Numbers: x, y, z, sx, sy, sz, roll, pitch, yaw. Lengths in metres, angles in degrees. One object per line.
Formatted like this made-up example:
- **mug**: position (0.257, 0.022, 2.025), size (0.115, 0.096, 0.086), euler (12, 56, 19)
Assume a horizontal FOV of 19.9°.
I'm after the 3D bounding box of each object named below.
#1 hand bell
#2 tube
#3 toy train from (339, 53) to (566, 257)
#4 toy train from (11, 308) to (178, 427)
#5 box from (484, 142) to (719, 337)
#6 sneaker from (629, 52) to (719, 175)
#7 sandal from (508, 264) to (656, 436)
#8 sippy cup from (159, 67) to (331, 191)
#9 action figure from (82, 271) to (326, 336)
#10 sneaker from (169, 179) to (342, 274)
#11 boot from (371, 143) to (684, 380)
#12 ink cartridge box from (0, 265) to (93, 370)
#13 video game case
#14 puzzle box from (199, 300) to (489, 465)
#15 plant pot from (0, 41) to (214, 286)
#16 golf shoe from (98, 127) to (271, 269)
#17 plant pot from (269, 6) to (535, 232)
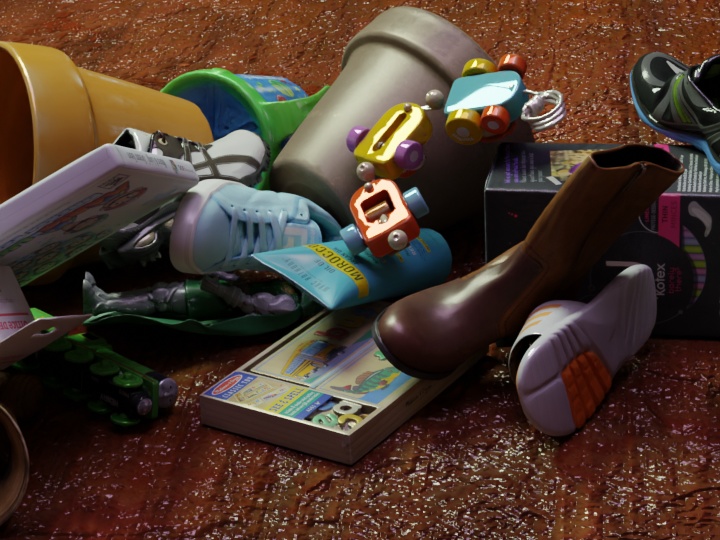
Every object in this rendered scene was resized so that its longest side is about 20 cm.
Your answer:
- **hand bell**: position (-0.254, 0.106, 1.439), size (0.103, 0.105, 0.200), euler (0, 12, 8)
- **tube**: position (0.000, 0.000, 1.594), size (0.077, 0.051, 0.200), euler (28, 20, 27)
- **toy train**: position (0.067, -0.082, 1.597), size (0.199, 0.056, 0.150), euler (-32, 40, 0)
- **toy train**: position (-0.210, 0.070, 1.545), size (0.056, 0.042, 0.199), euler (-10, 23, -42)
- **box**: position (0.200, -0.026, 1.604), size (0.199, 0.123, 0.106), euler (1, 25, 11)
- **sneaker**: position (0.272, -0.133, 1.584), size (0.070, 0.083, 0.200), euler (-9, 25, -17)
- **sandal**: position (0.152, 0.056, 1.490), size (0.059, 0.080, 0.206), euler (3, 23, 33)
- **sippy cup**: position (-0.105, -0.120, 1.860), size (0.177, 0.140, 0.130), euler (21, 22, 25)
- **action figure**: position (-0.118, 0.023, 1.617), size (0.199, 0.055, 0.118), euler (0, 10, -6)
- **sneaker**: position (-0.074, -0.032, 1.596), size (0.081, 0.074, 0.200), euler (8, 10, 24)
- **boot**: position (0.119, -0.007, 1.461), size (0.188, 0.200, 0.069), euler (-4, 56, -40)
- **ink cartridge box**: position (-0.297, 0.051, 1.413), size (0.199, 0.068, 0.117), euler (-28, -6, 11)
- **video game case**: position (-0.227, -0.028, 1.473), size (0.199, 0.024, 0.182), euler (-30, -7, 11)
- **puzzle box**: position (-0.009, 0.076, 1.521), size (0.132, 0.026, 0.200), euler (11, 28, 30)
- **plant pot**: position (-0.229, -0.085, 1.735), size (0.182, 0.201, 0.200), euler (2, 18, -32)
- **golf shoe**: position (-0.146, -0.083, 1.647), size (0.077, 0.095, 0.200), euler (-15, 18, 39)
- **plant pot**: position (0.021, -0.094, 1.730), size (0.174, 0.201, 0.200), euler (-39, 39, -28)
